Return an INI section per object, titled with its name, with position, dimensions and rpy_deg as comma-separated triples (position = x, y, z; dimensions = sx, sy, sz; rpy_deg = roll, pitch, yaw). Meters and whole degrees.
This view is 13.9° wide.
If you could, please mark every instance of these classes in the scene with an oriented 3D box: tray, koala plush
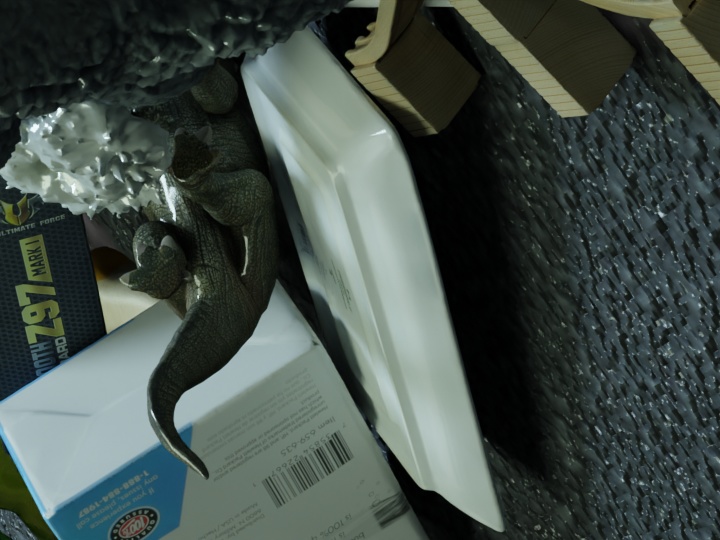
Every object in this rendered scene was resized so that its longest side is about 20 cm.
[tray]
position = 0.000, 0.000, 1.005
dimensions = 0.107, 0.022, 0.200
rpy_deg = 52, 165, 43
[koala plush]
position = -0.089, -0.100, 0.878
dimensions = 0.200, 0.183, 0.178
rpy_deg = 129, 126, -72

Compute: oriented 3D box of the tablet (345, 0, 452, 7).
[tablet]
position = -0.036, -0.140, 0.941
dimensions = 0.200, 0.014, 0.130
rpy_deg = 9, 130, 60

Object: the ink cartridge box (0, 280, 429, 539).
[ink cartridge box]
position = -0.042, 0.101, 1.107
dimensions = 0.067, 0.116, 0.200
rpy_deg = 52, 172, 45

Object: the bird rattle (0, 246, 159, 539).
[bird rattle]
position = -0.077, 0.080, 1.217
dimensions = 0.200, 0.113, 0.163
rpy_deg = 36, 134, 32

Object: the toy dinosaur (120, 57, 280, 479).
[toy dinosaur]
position = -0.055, -0.025, 1.007
dimensions = 0.200, 0.077, 0.102
rpy_deg = 68, -169, 22

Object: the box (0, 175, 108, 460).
[box]
position = -0.139, -0.054, 1.110
dimensions = 0.158, 0.051, 0.200
rpy_deg = 85, 169, -49

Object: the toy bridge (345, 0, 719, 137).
[toy bridge]
position = 0.046, -0.073, 0.828
dimensions = 0.067, 0.027, 0.200
rpy_deg = 45, 162, -18

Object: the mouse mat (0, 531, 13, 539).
[mouse mat]
position = -0.109, 0.146, 1.233
dimensions = 0.200, 0.008, 0.161
rpy_deg = 39, 174, -31
